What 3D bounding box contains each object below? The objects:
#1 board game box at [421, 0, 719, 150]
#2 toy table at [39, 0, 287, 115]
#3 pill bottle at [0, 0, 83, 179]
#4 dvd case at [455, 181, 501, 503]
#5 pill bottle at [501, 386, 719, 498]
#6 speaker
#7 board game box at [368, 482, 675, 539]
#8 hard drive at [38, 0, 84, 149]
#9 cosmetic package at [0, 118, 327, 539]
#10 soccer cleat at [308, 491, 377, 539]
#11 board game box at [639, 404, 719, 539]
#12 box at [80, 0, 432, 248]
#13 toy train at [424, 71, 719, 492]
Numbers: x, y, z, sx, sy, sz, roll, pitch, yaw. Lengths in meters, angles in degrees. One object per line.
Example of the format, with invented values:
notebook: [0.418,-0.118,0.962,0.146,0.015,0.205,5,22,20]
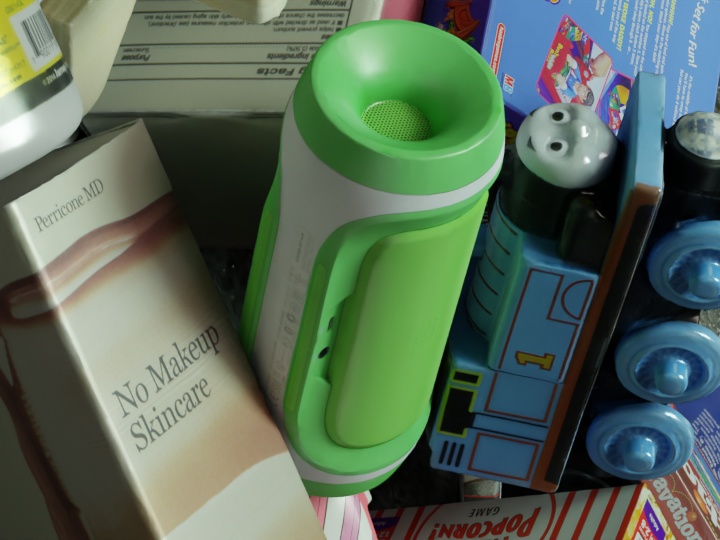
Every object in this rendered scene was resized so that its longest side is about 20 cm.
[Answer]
board game box: [0.097,-0.127,1.158,0.134,0.045,0.201,31,58,-32]
toy table: [-0.086,-0.160,1.033,0.117,0.199,0.185,-52,144,-43]
pill bottle: [-0.188,-0.120,0.961,0.112,0.112,0.201,-41,110,-56]
dvd case: [0.053,-0.003,1.241,0.146,0.022,0.201,-92,180,-68]
pill bottle: [0.127,0.111,1.345,0.200,0.111,0.112,-39,109,-57]
speaker: [0.000,0.000,1.053,0.201,0.088,0.089,104,3,-47]
board game box: [0.096,0.185,1.208,0.201,0.151,0.046,58,41,-30]
hard drive: [-0.133,-0.148,1.140,0.132,0.025,0.200,57,35,-25]
cosmetic package: [-0.098,0.057,1.041,0.103,0.087,0.201,-41,110,-54]
soccer cleat: [-0.023,0.149,1.144,0.076,0.066,0.201,-35,106,-47]
board game box: [0.168,0.133,1.235,0.201,0.019,0.103,59,13,-6]
box: [-0.026,-0.120,1.158,0.109,0.127,0.201,60,37,-55]
toy train: [0.093,0.009,1.095,0.201,0.113,0.087,104,-6,-46]
